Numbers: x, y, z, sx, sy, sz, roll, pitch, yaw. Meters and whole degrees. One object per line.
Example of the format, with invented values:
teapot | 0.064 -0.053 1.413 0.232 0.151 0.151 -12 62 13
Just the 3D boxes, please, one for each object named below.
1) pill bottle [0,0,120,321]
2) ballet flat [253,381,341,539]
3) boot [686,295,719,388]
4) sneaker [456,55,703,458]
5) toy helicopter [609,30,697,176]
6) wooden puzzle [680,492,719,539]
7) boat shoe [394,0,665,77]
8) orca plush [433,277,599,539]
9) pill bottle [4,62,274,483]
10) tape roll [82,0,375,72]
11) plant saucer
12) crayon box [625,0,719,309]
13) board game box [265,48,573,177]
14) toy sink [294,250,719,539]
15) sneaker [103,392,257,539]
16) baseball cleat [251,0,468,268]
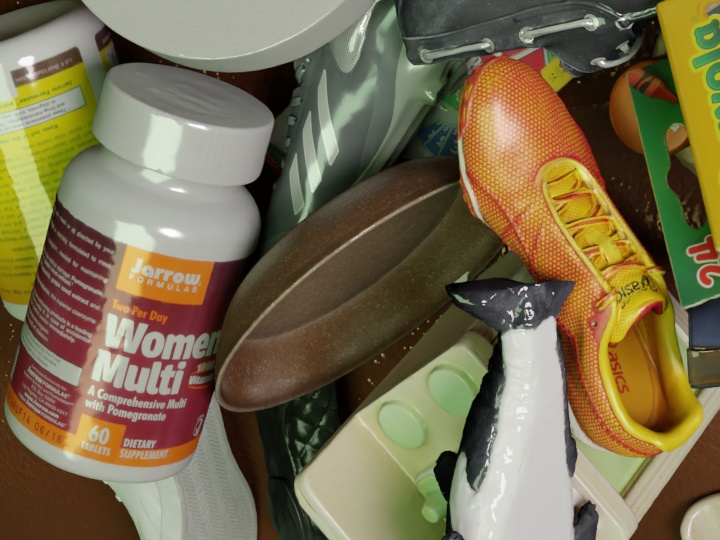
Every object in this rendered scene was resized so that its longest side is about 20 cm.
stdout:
pill bottle | -0.171 -0.046 1.143 0.108 0.109 0.202 -6 111 29
ballet flat | -0.031 0.075 1.181 0.066 0.056 0.202 20 121 49
boot | 0.192 0.004 0.923 0.096 0.200 0.076 -4 108 5
sneaker | 0.108 -0.009 0.921 0.077 0.073 0.201 -10 109 60
toy helicopter | 0.208 -0.130 0.936 0.131 0.079 0.202 23 110 22
wooden puzzle | 0.293 0.186 1.071 0.199 0.037 0.186 -23 103 33
boat shoe | 0.106 -0.125 0.924 0.198 0.072 0.069 -2 107 25
orca plush | 0.050 0.096 0.917 0.071 0.105 0.202 17 125 44
pill bottle | -0.115 0.001 1.049 0.109 0.109 0.202 23 110 14
tape roll | -0.065 -0.202 0.998 0.201 0.037 0.205 -2 84 17
plant saucer | 0.000 0.000 1.038 0.037 0.199 0.201 54 127 18
crayon box | 0.205 -0.076 0.834 0.199 0.051 0.128 -23 60 23
board game box | 0.026 -0.088 1.076 0.096 0.030 0.200 47 128 -1
toy sink | 0.084 0.080 1.013 0.131 0.200 0.112 49 139 -3
sneaker | -0.134 0.128 1.246 0.115 0.074 0.202 19 130 37
baseball cleat | -0.016 -0.084 1.050 0.106 0.070 0.200 43 115 10
